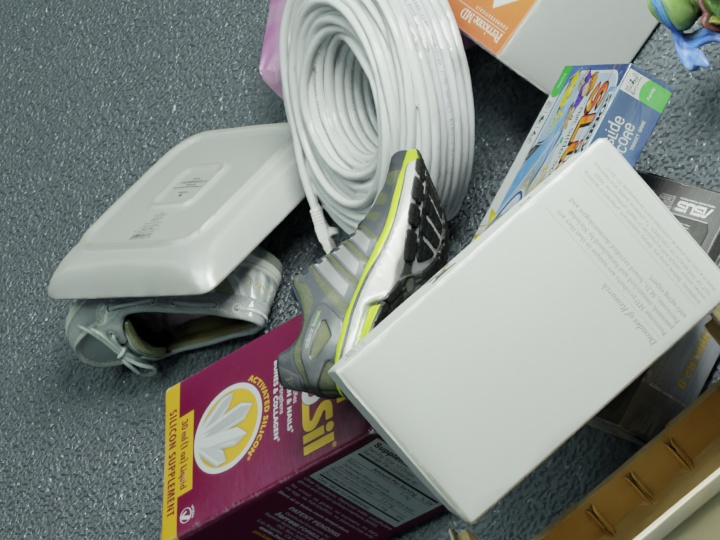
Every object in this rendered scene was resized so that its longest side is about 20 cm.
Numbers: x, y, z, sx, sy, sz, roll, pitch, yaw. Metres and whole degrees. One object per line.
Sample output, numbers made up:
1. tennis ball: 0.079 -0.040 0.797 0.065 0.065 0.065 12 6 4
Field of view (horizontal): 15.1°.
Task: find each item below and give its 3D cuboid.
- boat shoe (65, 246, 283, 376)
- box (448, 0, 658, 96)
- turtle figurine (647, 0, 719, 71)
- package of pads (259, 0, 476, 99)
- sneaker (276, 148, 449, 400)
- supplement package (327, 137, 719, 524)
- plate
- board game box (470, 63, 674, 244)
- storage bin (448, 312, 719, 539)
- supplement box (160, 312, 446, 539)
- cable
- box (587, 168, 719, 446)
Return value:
1. boat shoe: -0.143 0.037 2.014 0.202 0.074 0.065 -17 48 34
2. box: 0.151 -0.224 1.831 0.200 0.097 0.124 -55 37 6
3. turtle figurine: 0.255 -0.225 1.636 0.193 0.144 0.201 -7 81 23
4. package of pads: 0.021 -0.202 1.985 0.200 0.076 0.121 -22 49 39
5. sneaker: 0.000 0.000 1.717 0.081 0.074 0.200 -1 46 24
6. supplement package: 0.093 0.035 1.543 0.200 0.117 0.117 -41 1 -4
7. plate: -0.121 -0.052 2.011 0.199 0.032 0.200 -2 37 48
8. board game box: 0.113 -0.032 1.672 0.200 0.034 0.135 -62 13 -4
9. storage bin: 0.163 0.140 1.500 0.200 0.094 0.199 -41 17 6
10. supplement box: -0.030 0.113 1.801 0.200 0.103 0.131 -31 44 32
11. cable: 0.012 -0.119 1.860 0.200 0.069 0.200 -39 66 61
12. box: 0.151 0.014 1.705 0.200 0.048 0.159 19 81 54
